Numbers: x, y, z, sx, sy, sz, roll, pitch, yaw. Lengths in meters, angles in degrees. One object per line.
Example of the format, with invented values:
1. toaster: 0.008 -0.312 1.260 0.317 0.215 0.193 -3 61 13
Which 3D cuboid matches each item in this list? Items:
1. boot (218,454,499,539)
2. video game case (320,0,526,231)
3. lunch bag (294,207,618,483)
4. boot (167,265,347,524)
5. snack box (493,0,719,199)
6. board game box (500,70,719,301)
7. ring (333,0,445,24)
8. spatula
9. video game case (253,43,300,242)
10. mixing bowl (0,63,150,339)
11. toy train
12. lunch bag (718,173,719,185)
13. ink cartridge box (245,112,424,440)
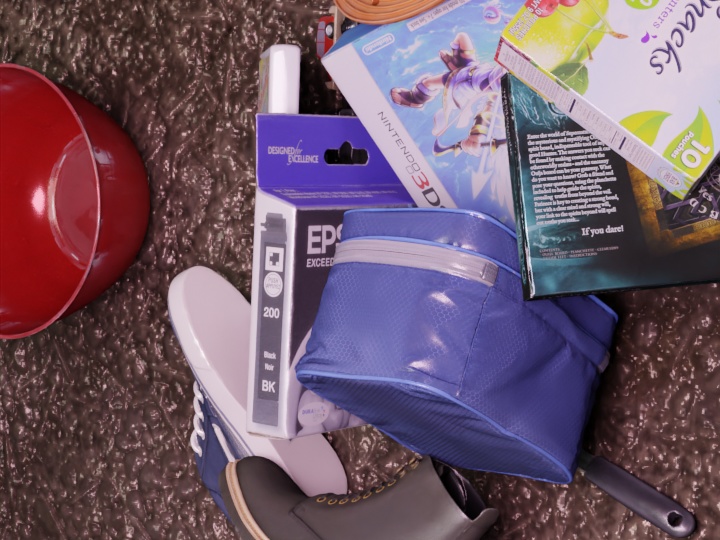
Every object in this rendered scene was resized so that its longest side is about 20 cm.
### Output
1. boot: 0.002 0.153 1.529 0.200 0.077 0.139 45 108 34
2. video game case: 0.102 -0.105 1.469 0.199 0.045 0.182 -24 108 36
3. lunch bag: 0.070 0.041 1.451 0.135 0.200 0.133 5 71 39
4. boot: -0.096 0.099 1.640 0.090 0.073 0.201 -25 97 39
5. snack box: 0.192 -0.162 1.352 0.142 0.053 0.200 37 78 5
6. board game box: 0.187 -0.058 1.381 0.028 0.198 0.136 140 125 -81
7. ring: 0.060 -0.232 1.464 0.200 0.019 0.201 -33 36 27
8. spatula: 0.136 0.117 1.515 0.199 0.021 0.057 32 82 28
9. video game case: -0.058 -0.058 1.576 0.023 0.200 0.184 2 94 -4
10. mixing bowl: -0.231 -0.051 1.744 0.199 0.108 0.202 1 92 37
11. toy train: -0.009 -0.157 1.615 0.046 0.034 0.202 5 95 48
12. lunch bag: 0.309 -0.060 1.263 0.199 0.168 0.141 -12 87 24
13. ink cartridge box: 0.000 0.000 1.508 0.043 0.198 0.202 5 95 34
